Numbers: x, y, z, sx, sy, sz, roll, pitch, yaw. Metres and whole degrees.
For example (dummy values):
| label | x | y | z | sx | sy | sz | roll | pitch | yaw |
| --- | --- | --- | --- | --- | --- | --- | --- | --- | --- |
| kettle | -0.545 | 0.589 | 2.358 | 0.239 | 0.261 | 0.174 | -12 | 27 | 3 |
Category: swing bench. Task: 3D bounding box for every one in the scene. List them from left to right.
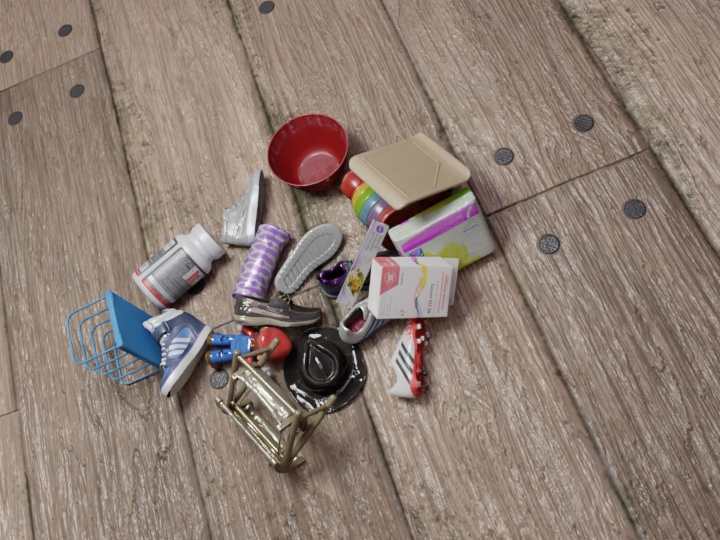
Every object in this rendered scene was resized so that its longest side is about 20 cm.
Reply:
| label | x | y | z | sx | sy | sz | roll | pitch | yaw |
| --- | --- | --- | --- | --- | --- | --- | --- | --- | --- |
| swing bench | -0.186 | 0.283 | 1.529 | 0.199 | 0.130 | 0.200 | 40 | 119 | 25 |

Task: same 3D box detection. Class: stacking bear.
| label | x | y | z | sx | sy | sz | roll | pitch | yaw |
| --- | --- | --- | --- | --- | --- | --- | --- | --- | --- |
| stacking bear | 0.029 | -0.161 | 1.727 | 0.122 | 0.114 | 0.200 | -50 | 55 | 10 |

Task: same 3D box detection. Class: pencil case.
| label | x | y | z | sx | sy | sz | roll | pitch | yaw |
| --- | --- | --- | --- | --- | --- | --- | --- | --- | --- |
| pencil case | -0.229 | -0.010 | 1.741 | 0.085 | 0.084 | 0.200 | 24 | 73 | -18 |

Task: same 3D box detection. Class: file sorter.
| label | x | y | z | sx | sy | sz | roll | pitch | yaw |
| --- | --- | --- | --- | --- | --- | --- | --- | --- | --- |
| file sorter | -0.546 | 0.161 | 1.678 | 0.122 | 0.200 | 0.139 | -25 | 63 | 5 |

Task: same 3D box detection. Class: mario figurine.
| label | x | y | z | sx | sy | sz | roll | pitch | yaw |
| --- | --- | --- | --- | --- | --- | --- | --- | --- | --- |
| mario figurine | -0.241 | 0.180 | 1.677 | 0.200 | 0.106 | 0.124 | -5 | 103 | 23 |

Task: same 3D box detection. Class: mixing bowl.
| label | x | y | z | sx | sy | sz | roll | pitch | yaw |
| --- | --- | --- | --- | --- | --- | --- | --- | --- | --- |
| mixing bowl | -0.115 | -0.266 | 1.807 | 0.200 | 0.108 | 0.201 | -5 | 65 | 11 |

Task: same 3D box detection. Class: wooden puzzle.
| label | x | y | z | sx | sy | sz | roll | pitch | yaw |
| --- | --- | --- | --- | --- | --- | --- | --- | --- | --- |
| wooden puzzle | 0.104 | -0.210 | 1.588 | 0.200 | 0.037 | 0.185 | -26 | 52 | -26 |

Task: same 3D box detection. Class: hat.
| label | x | y | z | sx | sy | sz | roll | pitch | yaw |
| --- | --- | --- | --- | --- | --- | --- | --- | --- | --- |
| hat | -0.089 | 0.201 | 1.611 | 0.200 | 0.081 | 0.201 | -6 | 66 | 13 |

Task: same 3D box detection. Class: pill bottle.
| label | x | y | z | sx | sy | sz | roll | pitch | yaw |
| --- | --- | --- | --- | --- | --- | --- | --- | --- | --- |
| pill bottle | -0.427 | -0.012 | 1.770 | 0.200 | 0.116 | 0.116 | -41 | 64 | -6 |

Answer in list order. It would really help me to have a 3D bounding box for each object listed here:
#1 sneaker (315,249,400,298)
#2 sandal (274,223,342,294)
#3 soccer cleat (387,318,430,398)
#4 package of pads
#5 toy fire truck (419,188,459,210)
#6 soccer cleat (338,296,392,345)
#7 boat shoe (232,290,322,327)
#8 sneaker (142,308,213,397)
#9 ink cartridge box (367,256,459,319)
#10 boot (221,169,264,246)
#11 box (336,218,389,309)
| label | x | y | z | sx | sy | sz | roll | pitch | yaw |
| --- | --- | --- | --- | --- | --- | --- | --- | --- | --- |
| sneaker | 0.000 | 0.000 | 1.673 | 0.200 | 0.088 | 0.075 | -25 | 63 | 3 |
| sandal | -0.128 | -0.035 | 1.739 | 0.203 | 0.082 | 0.050 | -45 | 21 | -6 |
| soccer cleat | 0.099 | 0.174 | 1.587 | 0.085 | 0.069 | 0.200 | -11 | 62 | 25 |
| package of pads | 0.181 | -0.065 | 1.621 | 0.200 | 0.155 | 0.068 | -29 | 34 | 1 |
| toy fire truck | 0.125 | -0.199 | 1.669 | 0.200 | 0.168 | 0.112 | 37 | 119 | 25 |
| soccer cleat | 0.036 | 0.084 | 1.621 | 0.200 | 0.086 | 0.070 | -41 | 63 | -15 |
| boat shoe | -0.183 | 0.084 | 1.658 | 0.199 | 0.074 | 0.074 | 1 | 98 | -11 |
| sneaker | -0.439 | 0.175 | 1.681 | 0.146 | 0.081 | 0.200 | 25 | 55 | 4 |
| ink cartridge box | 0.123 | 0.035 | 1.568 | 0.199 | 0.117 | 0.067 | -1 | 19 | -19 |
| boot | -0.290 | -0.155 | 1.820 | 0.095 | 0.074 | 0.200 | 2 | 68 | 7 |
| box | 0.004 | -0.014 | 1.622 | 0.039 | 0.041 | 0.200 | 24 | 96 | -4 |
